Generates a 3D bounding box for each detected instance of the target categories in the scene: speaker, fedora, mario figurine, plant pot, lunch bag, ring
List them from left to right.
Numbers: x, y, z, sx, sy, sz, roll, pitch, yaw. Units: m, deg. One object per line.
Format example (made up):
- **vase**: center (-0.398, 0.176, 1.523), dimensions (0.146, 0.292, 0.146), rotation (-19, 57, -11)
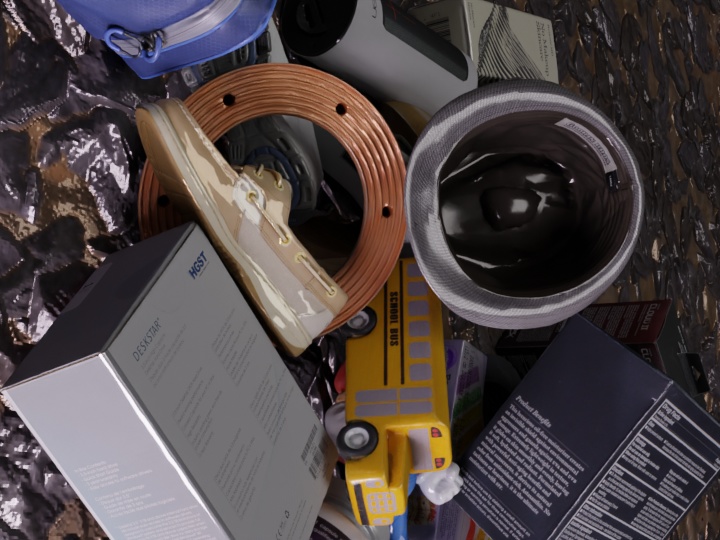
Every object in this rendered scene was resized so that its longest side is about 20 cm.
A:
- **lunch bag**: center (-0.115, -0.221, 0.705), dimensions (0.132, 0.135, 0.201), rotation (38, 57, -42)
- **ring**: center (-0.060, -0.046, 0.779), dimensions (0.199, 0.019, 0.202), rotation (-3, 99, -20)
- **speaker**: center (0.020, -0.190, 0.951), dimensions (0.200, 0.081, 0.082), rotation (19, 70, -52)
- **mario figurine**: center (0.028, 0.153, 0.886), dimensions (0.123, 0.105, 0.201), rotation (-23, 112, -81)
- **plant pot**: center (0.080, -0.066, 0.950), dimensions (0.201, 0.027, 0.200), rotation (59, -3, 5)
- **fedora**: center (0.109, -0.047, 0.812), dimensions (0.199, 0.090, 0.178), rotation (-19, 94, -19)

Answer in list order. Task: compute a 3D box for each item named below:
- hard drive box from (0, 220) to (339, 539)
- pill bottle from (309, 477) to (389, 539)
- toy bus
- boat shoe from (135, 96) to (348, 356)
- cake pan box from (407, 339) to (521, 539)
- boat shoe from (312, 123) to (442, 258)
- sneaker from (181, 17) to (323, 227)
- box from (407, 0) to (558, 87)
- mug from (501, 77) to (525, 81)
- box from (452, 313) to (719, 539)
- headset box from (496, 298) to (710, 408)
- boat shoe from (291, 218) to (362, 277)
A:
- **hard drive box**: center (-0.106, 0.096, 0.679), dimensions (0.201, 0.076, 0.156), rotation (62, 24, -21)
- **pill bottle**: center (-0.057, 0.235, 0.750), dimensions (0.200, 0.112, 0.113), rotation (-46, 122, -47)
- **toy bus**: center (0.025, 0.084, 0.803), dimensions (0.065, 0.078, 0.201), rotation (82, 6, -46)
- **boat shoe**: center (-0.075, -0.038, 0.731), dimensions (0.069, 0.074, 0.201), rotation (-38, 116, -14)
- **cake pan box**: center (0.110, 0.182, 1.056), dimensions (0.184, 0.052, 0.201), rotation (38, 56, -49)
- **boat shoe**: center (0.026, -0.075, 0.891), dimensions (0.200, 0.071, 0.064), rotation (48, 25, 4)
- **sneaker**: center (-0.080, -0.133, 0.823), dimensions (0.087, 0.074, 0.201), rotation (-59, 136, -67)
- **box**: center (0.131, -0.226, 1.125), dimensions (0.200, 0.068, 0.083), rotation (-9, 92, -55)
- **mug**: center (0.162, -0.102, 1.092), dimensions (0.176, 0.147, 0.200), rotation (64, 33, -16)
- **box**: center (0.212, 0.174, 0.982), dimensions (0.199, 0.123, 0.200), rotation (-51, 138, 3)
- **headset box**: center (0.267, 0.114, 1.160), dimensions (0.077, 0.199, 0.149), rotation (-54, 127, -44)
- **boat shoe**: center (0.000, 0.000, 0.917), dimensions (0.199, 0.071, 0.065), rotation (7, 118, -50)
